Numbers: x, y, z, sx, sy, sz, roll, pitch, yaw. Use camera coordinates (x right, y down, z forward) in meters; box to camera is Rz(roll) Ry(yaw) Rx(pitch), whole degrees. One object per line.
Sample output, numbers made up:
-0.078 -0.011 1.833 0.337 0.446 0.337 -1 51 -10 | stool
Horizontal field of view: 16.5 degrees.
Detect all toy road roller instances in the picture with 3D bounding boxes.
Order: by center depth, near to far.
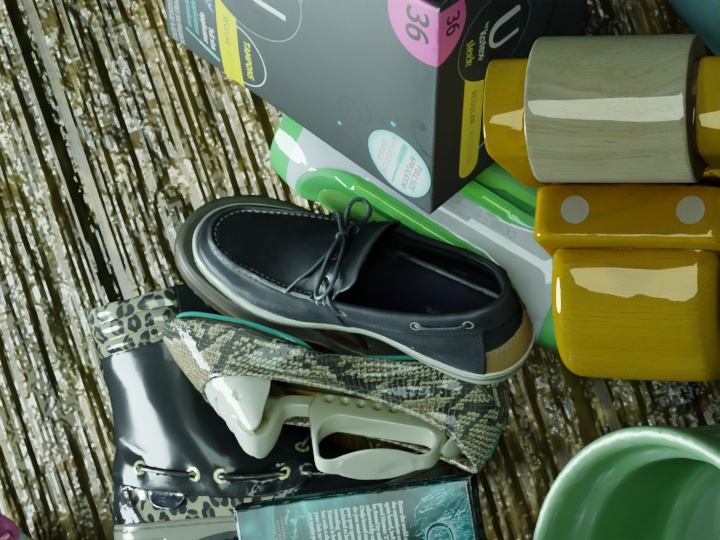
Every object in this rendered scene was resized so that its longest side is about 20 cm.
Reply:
0.139 -0.025 1.226 0.123 0.200 0.146 0 78 18 | toy road roller

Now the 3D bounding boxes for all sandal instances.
-0.010 0.014 1.394 0.200 0.055 0.082 33 64 10 | sandal

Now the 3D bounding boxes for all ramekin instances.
0.192 0.173 1.294 0.200 0.098 0.201 12 106 47 | ramekin

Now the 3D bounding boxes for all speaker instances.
0.051 -0.037 1.377 0.200 0.088 0.089 33 100 14 | speaker

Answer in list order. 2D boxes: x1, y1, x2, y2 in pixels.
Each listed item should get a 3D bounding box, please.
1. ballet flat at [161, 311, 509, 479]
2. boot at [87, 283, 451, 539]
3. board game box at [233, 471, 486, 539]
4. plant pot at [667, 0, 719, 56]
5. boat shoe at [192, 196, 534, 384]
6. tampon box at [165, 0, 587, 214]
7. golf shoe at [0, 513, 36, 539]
-0.021 0.073 1.347 0.199 0.068 0.075 10 61 10 | ballet flat
-0.059 0.076 1.423 0.203 0.073 0.154 -13 85 16 | boot
0.012 0.217 1.354 0.135 0.028 0.201 -8 91 11 | board game box
0.231 -0.183 1.270 0.188 0.200 0.200 33 101 28 | plant pot
0.000 0.000 1.326 0.200 0.062 0.075 20 57 22 | boat shoe
0.006 -0.159 1.312 0.200 0.150 0.126 35 57 27 | tampon box
-0.179 0.198 1.466 0.200 0.092 0.075 27 70 2 | golf shoe
